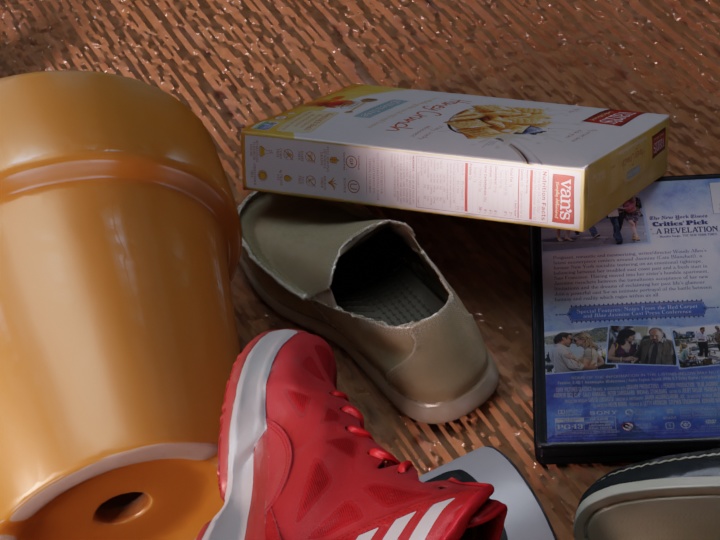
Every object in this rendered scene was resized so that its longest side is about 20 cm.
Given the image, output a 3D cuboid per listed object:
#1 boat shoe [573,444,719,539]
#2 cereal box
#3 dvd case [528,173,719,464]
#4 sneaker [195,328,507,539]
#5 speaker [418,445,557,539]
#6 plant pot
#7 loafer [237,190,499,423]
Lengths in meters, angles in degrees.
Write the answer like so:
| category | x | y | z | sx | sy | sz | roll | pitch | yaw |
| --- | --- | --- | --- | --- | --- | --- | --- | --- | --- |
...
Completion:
| category | x | y | z | sx | sy | sz | roll | pitch | yaw |
| --- | --- | --- | --- | --- | --- | --- | --- | --- | --- |
| boat shoe | 0.192 | 0.097 | 0.757 | 0.198 | 0.075 | 0.066 | -4 | 39 | 4 |
| cereal box | 0.054 | -0.066 | 0.938 | 0.199 | 0.040 | 0.144 | 7 | 19 | 25 |
| dvd case | 0.160 | 0.020 | 0.890 | 0.142 | 0.018 | 0.200 | -3 | 43 | 7 |
| sneaker | 0.004 | 0.090 | 0.670 | 0.115 | 0.079 | 0.200 | -6 | 35 | 11 |
| speaker | -0.016 | 0.151 | 0.727 | 0.199 | 0.081 | 0.081 | -23 | 44 | -15 |
| plant pot | -0.136 | 0.041 | 0.803 | 0.199 | 0.200 | 0.184 | -17 | 58 | -10 |
| loafer | 0.000 | 0.000 | 0.900 | 0.076 | 0.068 | 0.200 | -32 | 47 | -24 |
